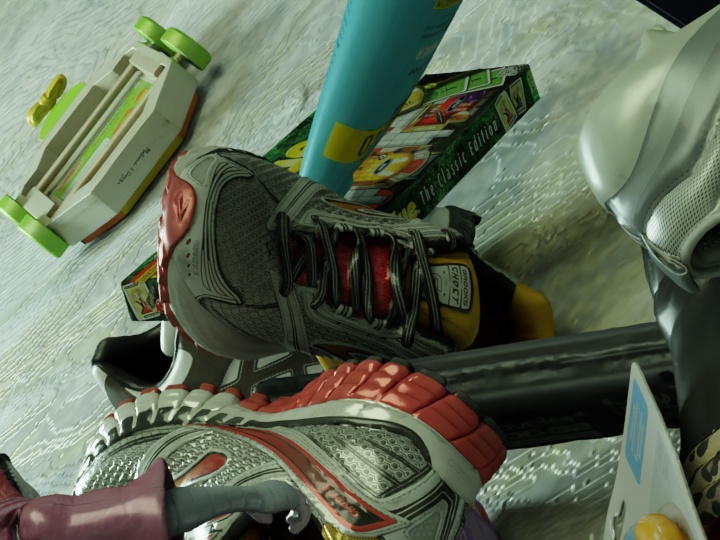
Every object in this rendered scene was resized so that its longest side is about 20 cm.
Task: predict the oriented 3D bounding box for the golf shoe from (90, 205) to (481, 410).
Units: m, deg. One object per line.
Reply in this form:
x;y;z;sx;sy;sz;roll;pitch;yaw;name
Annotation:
-0.037;0.023;1.085;0.200;0.094;0.078;-37;26;27;golf shoe

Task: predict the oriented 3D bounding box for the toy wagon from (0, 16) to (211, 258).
-0.165;-0.087;1.554;0.155;0.040;0.200;-53;22;-2;toy wagon

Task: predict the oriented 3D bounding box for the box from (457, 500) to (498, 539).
0.006;0.166;0.862;0.137;0.039;0.200;-47;23;10;box

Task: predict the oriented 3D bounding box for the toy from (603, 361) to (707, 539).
0.077;0.127;0.703;0.200;0.047;0.116;-109;20;-59;toy

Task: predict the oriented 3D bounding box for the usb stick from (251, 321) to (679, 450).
0.048;0.045;0.886;0.199;0.055;0.033;-10;60;36;usb stick

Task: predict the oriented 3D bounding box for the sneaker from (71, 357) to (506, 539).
-0.043;0.088;0.870;0.200;0.078;0.082;-18;36;47;sneaker

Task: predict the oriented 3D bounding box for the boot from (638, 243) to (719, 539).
0.174;0.005;0.745;0.199;0.073;0.151;-18;47;25;boot

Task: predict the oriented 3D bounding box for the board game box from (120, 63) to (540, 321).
-0.009;-0.036;1.081;0.104;0.024;0.200;-6;26;34;board game box

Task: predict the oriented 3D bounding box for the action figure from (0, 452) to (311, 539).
-0.086;0.131;0.764;0.149;0.200;0.134;-23;-26;-49;action figure

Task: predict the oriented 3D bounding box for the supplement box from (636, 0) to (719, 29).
0.174;-0.223;0.962;0.200;0.134;0.200;-47;22;37;supplement box

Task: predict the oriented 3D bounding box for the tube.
0.014;-0.099;0.962;0.077;0.050;0.201;-41;-21;-55;tube

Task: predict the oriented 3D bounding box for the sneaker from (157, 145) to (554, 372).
0.000;0.000;0.930;0.082;0.200;0.078;-7;73;39;sneaker

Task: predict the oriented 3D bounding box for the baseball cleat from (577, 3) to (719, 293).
0.159;-0.072;0.732;0.200;0.070;0.107;-45;50;11;baseball cleat
